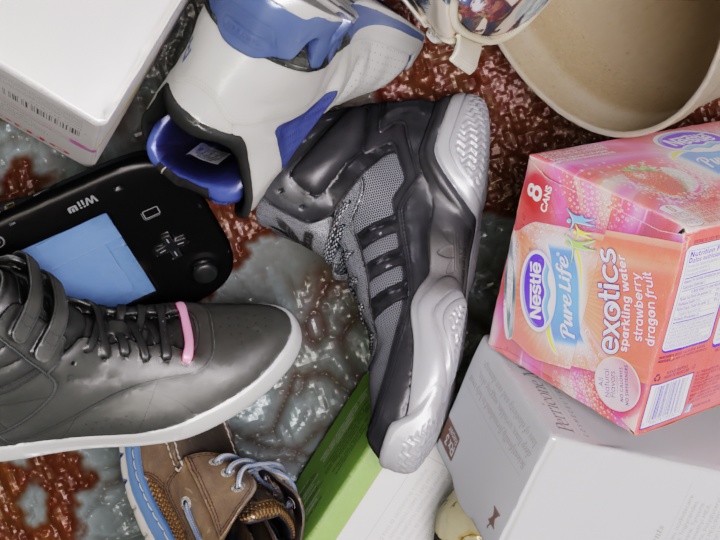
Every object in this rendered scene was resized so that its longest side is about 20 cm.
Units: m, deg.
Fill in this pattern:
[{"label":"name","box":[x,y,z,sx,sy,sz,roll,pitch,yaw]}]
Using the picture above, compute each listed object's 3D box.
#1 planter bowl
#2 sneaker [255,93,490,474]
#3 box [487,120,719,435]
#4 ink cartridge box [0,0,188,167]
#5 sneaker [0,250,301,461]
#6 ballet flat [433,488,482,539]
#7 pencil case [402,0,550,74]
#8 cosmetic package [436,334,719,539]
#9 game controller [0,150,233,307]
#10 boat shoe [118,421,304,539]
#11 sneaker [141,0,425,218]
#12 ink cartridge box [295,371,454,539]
[{"label":"planter bowl","box":[0.151,-0.176,0.747,0.134,0.200,0.201,-21,105,-26]},{"label":"sneaker","box":[0.000,0.000,0.806,0.113,0.076,0.201,8,70,6]},{"label":"box","box":[0.167,-0.007,0.763,0.200,0.095,0.103,-14,123,-41]},{"label":"ink cartridge box","box":[-0.145,-0.138,0.735,0.128,0.200,0.125,31,83,-9]},{"label":"sneaker","box":[-0.130,0.034,0.785,0.199,0.071,0.099,-12,139,-3]},{"label":"ballet flat","box":[0.070,0.199,0.805,0.066,0.057,0.201,1,111,25]},{"label":"pencil case","box":[0.004,-0.180,0.739,0.200,0.078,0.090,40,91,26]},{"label":"cosmetic package","box":[0.148,0.100,0.768,0.199,0.102,0.074,14,111,-21]},{"label":"game controller","box":[-0.168,0.007,0.821,0.200,0.042,0.104,-24,144,3]},{"label":"boat shoe","box":[-0.065,0.129,0.813,0.072,0.072,0.200,-31,63,28]},{"label":"sneaker","box":[-0.046,-0.090,0.746,0.080,0.199,0.115,39,106,8]},{"label":"ink cartridge box","box":[0.054,0.172,0.872,0.200,0.076,0.148,30,100,-14]}]
